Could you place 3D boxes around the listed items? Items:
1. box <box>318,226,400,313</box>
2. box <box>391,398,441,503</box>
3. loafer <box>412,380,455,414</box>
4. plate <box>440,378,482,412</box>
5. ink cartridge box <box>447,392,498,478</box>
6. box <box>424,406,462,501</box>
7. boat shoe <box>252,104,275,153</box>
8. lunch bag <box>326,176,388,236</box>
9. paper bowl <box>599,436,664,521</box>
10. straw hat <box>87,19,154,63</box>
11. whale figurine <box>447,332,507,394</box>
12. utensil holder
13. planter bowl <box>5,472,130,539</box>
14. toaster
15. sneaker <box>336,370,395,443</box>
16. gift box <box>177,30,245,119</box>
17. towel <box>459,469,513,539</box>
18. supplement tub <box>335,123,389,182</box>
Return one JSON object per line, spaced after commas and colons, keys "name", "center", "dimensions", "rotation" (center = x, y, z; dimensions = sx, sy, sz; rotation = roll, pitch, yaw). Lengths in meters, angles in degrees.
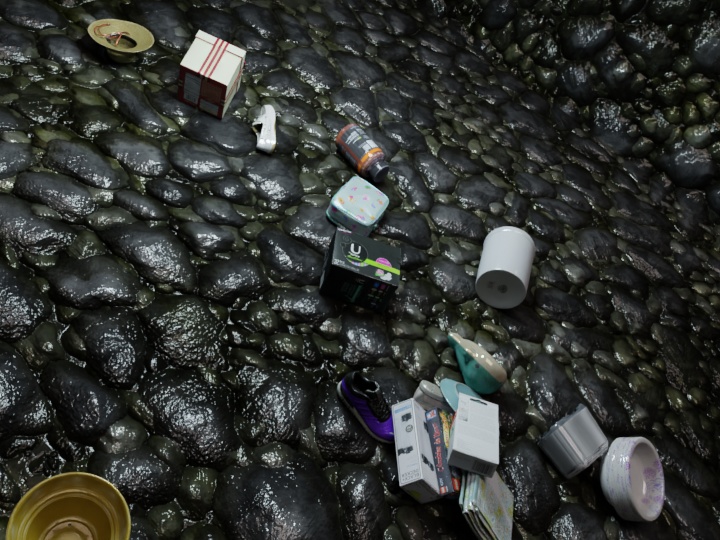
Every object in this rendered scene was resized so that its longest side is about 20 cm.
{"name": "box", "center": [0.000, 0.000, 1.849], "dimensions": [0.196, 0.125, 0.151], "rotation": [17, 44, -12]}
{"name": "box", "center": [0.130, 0.416, 1.543], "dimensions": [0.117, 0.059, 0.203], "rotation": [49, 26, -43]}
{"name": "loafer", "center": [0.216, 0.347, 1.701], "dimensions": [0.198, 0.063, 0.072], "rotation": [31, 14, -22]}
{"name": "plate", "center": [0.284, 0.344, 1.698], "dimensions": [0.199, 0.026, 0.201], "rotation": [37, 16, -12]}
{"name": "ink cartridge box", "center": [0.265, 0.379, 1.556], "dimensions": [0.106, 0.051, 0.201], "rotation": [17, 30, 3]}
{"name": "box", "center": [0.221, 0.438, 1.577], "dimensions": [0.136, 0.037, 0.204], "rotation": [32, 39, -43]}
{"name": "boat shoe", "center": [-0.312, -0.463, 2.142], "dimensions": [0.068, 0.071, 0.203], "rotation": [9, 48, -23]}
{"name": "lunch bag", "center": [-0.005, -0.189, 2.056], "dimensions": [0.159, 0.078, 0.201], "rotation": [35, 43, 3]}
{"name": "paper bowl", "center": [0.690, 0.535, 1.718], "dimensions": [0.198, 0.103, 0.206], "rotation": [13, 70, -41]}
{"name": "straw hat", "center": [-0.756, -0.707, 2.112], "dimensions": [0.196, 0.086, 0.204], "rotation": [12, 43, -11]}
{"name": "whale figurine", "center": [0.302, 0.254, 1.809], "dimensions": [0.199, 0.104, 0.159], "rotation": [41, 1, 38]}
{"name": "utensil holder", "center": [0.450, -0.007, 2.074], "dimensions": [0.167, 0.171, 0.202], "rotation": [27, 45, -3]}
{"name": "planter bowl", "center": [-0.508, 0.467, 1.166], "dimensions": [0.196, 0.084, 0.203], "rotation": [16, 44, -16]}
{"name": "toaster", "center": [0.555, 0.451, 1.749], "dimensions": [0.197, 0.114, 0.130], "rotation": [-18, 63, -41]}
{"name": "sneaker", "center": [0.031, 0.319, 1.586], "dimensions": [0.200, 0.100, 0.069], "rotation": [43, 45, 10]}
{"name": "gift box", "center": [-0.478, -0.620, 2.121], "dimensions": [0.181, 0.200, 0.190], "rotation": [25, 58, -11]}
{"name": "towel", "center": [0.287, 0.526, 1.517], "dimensions": [0.173, 0.048, 0.201], "rotation": [56, 28, -15]}
{"name": "supplement tub", "center": [0.010, -0.386, 2.225], "dimensions": [0.106, 0.108, 0.201], "rotation": [-22, 64, -41]}
